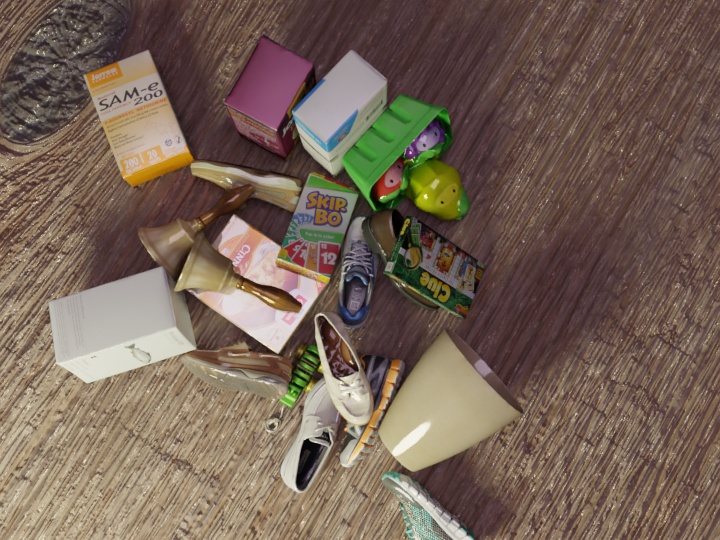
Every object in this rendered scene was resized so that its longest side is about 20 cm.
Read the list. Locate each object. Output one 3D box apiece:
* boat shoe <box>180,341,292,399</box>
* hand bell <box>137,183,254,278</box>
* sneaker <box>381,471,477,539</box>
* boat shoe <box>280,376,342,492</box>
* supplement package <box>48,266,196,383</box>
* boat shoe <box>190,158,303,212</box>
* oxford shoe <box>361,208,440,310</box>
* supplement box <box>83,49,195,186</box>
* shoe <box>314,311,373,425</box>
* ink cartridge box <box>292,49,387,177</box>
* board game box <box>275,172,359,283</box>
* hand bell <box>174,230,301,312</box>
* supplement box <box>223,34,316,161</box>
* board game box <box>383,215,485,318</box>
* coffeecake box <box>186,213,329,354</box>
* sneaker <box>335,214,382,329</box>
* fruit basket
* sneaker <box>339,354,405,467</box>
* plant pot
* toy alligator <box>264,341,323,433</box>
[{"bbox_3d":[-0.207,0.162,1.405,0.199,0.076,0.072,13,57,13],"label":"boat shoe"},{"bbox_3d":[-0.266,-0.086,1.406,0.200,0.104,0.104,-35,85,1],"label":"hand bell"},{"bbox_3d":[0.102,0.422,1.376,0.200,0.078,0.091,42,88,6],"label":"sneaker"},{"bbox_3d":[-0.072,0.275,1.383,0.072,0.066,0.200,30,83,-23],"label":"boat shoe"},{"bbox_3d":[-0.393,0.092,1.372,0.199,0.117,0.118,-18,65,-1],"label":"supplement package"},{"bbox_3d":[-0.204,-0.144,1.446,0.199,0.072,0.076,13,98,2],"label":"boat shoe"},{"bbox_3d":[0.087,-0.018,1.406,0.200,0.084,0.073,53,41,-11],"label":"oxford shoe"},{"bbox_3d":[-0.387,-0.266,1.451,0.126,0.074,0.201,-23,84,-4],"label":"supplement box"},{"bbox_3d":[-0.033,0.160,1.360,0.070,0.053,0.201,-22,74,3],"label":"shoe"},{"bbox_3d":[-0.030,-0.258,1.393,0.084,0.200,0.146,42,84,7],"label":"ink cartridge box"},{"bbox_3d":[-0.070,-0.081,1.418,0.095,0.030,0.200,21,58,-5],"label":"board game box"},{"bbox_3d":[-0.189,0.021,1.343,0.199,0.104,0.104,23,83,-10],"label":"hand bell"},{"bbox_3d":[-0.145,-0.285,1.394,0.103,0.200,0.131,29,85,3],"label":"supplement box"},{"bbox_3d":[0.128,-0.003,1.388,0.200,0.023,0.105,30,80,-38],"label":"board game box"},{"bbox_3d":[-0.176,0.026,1.419,0.200,0.073,0.154,34,83,3],"label":"coffeecake box"},{"bbox_3d":[0.000,0.000,1.418,0.077,0.085,0.201,4,82,0],"label":"sneaker"},{"bbox_3d":[0.099,-0.170,1.420,0.215,0.156,0.216,-4,72,12],"label":"fruit basket"},{"bbox_3d":[0.007,0.236,1.401,0.077,0.078,0.201,21,79,15],"label":"sneaker"},{"bbox_3d":[0.131,0.229,1.358,0.200,0.187,0.187,-43,85,7],"label":"plant pot"},{"bbox_3d":[-0.107,0.191,1.409,0.059,0.054,0.200,30,84,3],"label":"toy alligator"}]
